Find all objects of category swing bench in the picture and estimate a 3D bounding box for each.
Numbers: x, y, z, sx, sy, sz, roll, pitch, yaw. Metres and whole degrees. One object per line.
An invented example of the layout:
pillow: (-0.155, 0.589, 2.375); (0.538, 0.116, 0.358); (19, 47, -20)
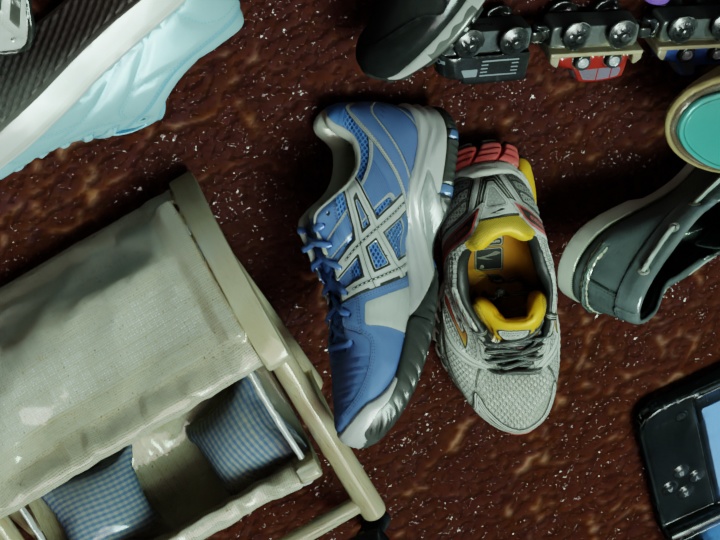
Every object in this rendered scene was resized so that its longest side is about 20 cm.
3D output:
swing bench: (-0.125, 0.087, 1.438); (0.199, 0.130, 0.200); (-30, 132, 1)

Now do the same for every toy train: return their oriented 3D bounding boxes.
toy train: (0.133, -0.128, 1.458); (0.199, 0.034, 0.046); (-6, 128, -21)

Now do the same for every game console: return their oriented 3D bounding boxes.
game console: (0.301, 0.141, 1.680); (0.199, 0.116, 0.176); (-24, 131, -7)

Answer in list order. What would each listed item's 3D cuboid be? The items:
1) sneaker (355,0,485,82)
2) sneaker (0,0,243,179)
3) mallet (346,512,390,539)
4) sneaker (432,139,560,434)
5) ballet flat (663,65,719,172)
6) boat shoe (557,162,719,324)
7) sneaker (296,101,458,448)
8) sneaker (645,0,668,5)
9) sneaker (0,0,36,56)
sneaker: (0.044, -0.197, 1.356); (0.087, 0.076, 0.200); (31, 104, -22)
sneaker: (-0.143, -0.089, 1.336); (0.200, 0.074, 0.082); (-37, 128, 6)
mallet: (-0.009, 0.173, 1.533); (0.066, 0.200, 0.041); (-28, 92, 0)
sneaker: (0.079, 0.025, 1.510); (0.078, 0.082, 0.200); (-13, 130, 0)
ballet flat: (0.245, -0.093, 1.511); (0.199, 0.063, 0.069); (4, 124, -34)
boat shoe: (0.207, -0.025, 1.520); (0.200, 0.062, 0.073); (-29, 135, -30)
sneaker: (0.000, 0.000, 1.423); (0.077, 0.201, 0.076); (13, 161, -18)
sneaker: (0.227, -0.201, 1.415); (0.200, 0.083, 0.081); (-30, 131, -2)
sneaker: (-0.229, -0.101, 1.285); (0.115, 0.076, 0.201); (19, 112, -32)
